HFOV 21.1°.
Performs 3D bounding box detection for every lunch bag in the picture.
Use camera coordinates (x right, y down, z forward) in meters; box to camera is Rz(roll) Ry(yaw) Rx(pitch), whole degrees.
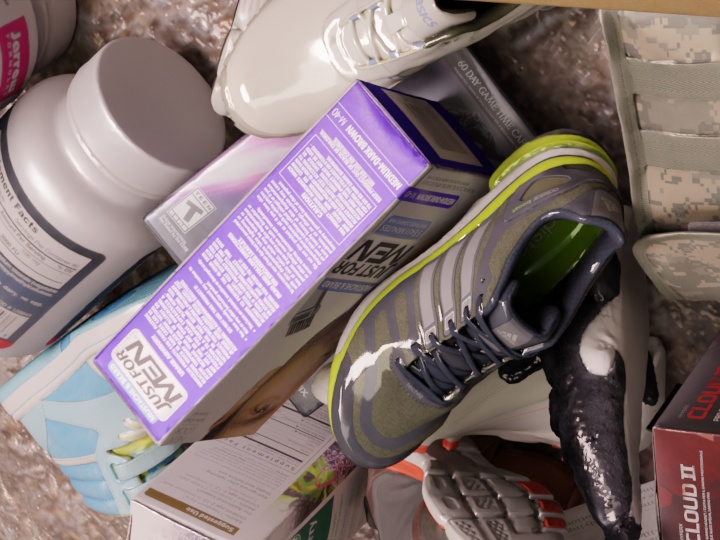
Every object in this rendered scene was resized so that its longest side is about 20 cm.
[{"bbox_3d":[0.212,-0.061,0.914,0.163,0.118,0.201,1,122,25],"label":"lunch bag"}]

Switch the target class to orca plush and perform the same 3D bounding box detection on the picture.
[{"bbox_3d":[0.109,0.059,0.992,0.071,0.105,0.201,-9,71,20],"label":"orca plush"}]

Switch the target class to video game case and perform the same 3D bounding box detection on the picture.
[{"bbox_3d":[0.002,-0.033,1.041,0.200,0.019,0.143,-37,99,16],"label":"video game case"}]

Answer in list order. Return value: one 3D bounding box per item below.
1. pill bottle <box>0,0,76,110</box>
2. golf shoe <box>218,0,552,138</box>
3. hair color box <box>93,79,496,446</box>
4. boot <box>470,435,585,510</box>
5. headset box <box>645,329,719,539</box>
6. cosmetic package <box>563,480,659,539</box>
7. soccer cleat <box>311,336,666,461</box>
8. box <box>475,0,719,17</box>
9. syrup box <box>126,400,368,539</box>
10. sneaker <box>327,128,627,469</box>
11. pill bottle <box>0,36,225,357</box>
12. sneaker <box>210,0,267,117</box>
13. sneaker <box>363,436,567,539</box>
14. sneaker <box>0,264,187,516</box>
[{"bbox_3d":[-0.254,-0.126,1.091,0.113,0.200,0.114,13,120,24],"label":"pill bottle"},{"bbox_3d":[0.017,-0.128,0.951,0.199,0.097,0.079,-29,96,4],"label":"golf shoe"},{"bbox_3d":[-0.030,-0.001,0.981,0.200,0.109,0.065,-44,73,17],"label":"hair color box"},{"bbox_3d":[0.077,0.189,1.148,0.154,0.074,0.201,27,114,15],"label":"boot"},{"bbox_3d":[0.242,0.082,0.947,0.199,0.149,0.078,6,117,28],"label":"headset box"},{"bbox_3d":[0.180,0.220,0.988,0.164,0.200,0.166,-17,108,-2],"label":"cosmetic package"},{"bbox_3d":[0.071,0.058,1.044,0.199,0.069,0.078,8,104,-17],"label":"soccer cleat"},{"bbox_3d":[0.095,-0.195,0.896,0.199,0.164,0.021,8,157,26],"label":"box"},{"bbox_3d":[-0.050,0.128,1.104,0.081,0.200,0.079,21,122,19],"label":"syrup box"},{"bbox_3d":[0.055,0.022,0.945,0.074,0.081,0.200,33,105,-19],"label":"sneaker"},{"bbox_3d":[-0.171,-0.045,1.137,0.120,0.120,0.200,51,127,-2],"label":"pill bottle"},{"bbox_3d":[-0.019,-0.159,1.034,0.083,0.081,0.201,18,131,1],"label":"sneaker"},{"bbox_3d":[0.050,0.143,1.026,0.077,0.200,0.082,10,101,-16],"label":"sneaker"},{"bbox_3d":[-0.131,0.082,1.207,0.200,0.079,0.131,-32,95,46],"label":"sneaker"}]
